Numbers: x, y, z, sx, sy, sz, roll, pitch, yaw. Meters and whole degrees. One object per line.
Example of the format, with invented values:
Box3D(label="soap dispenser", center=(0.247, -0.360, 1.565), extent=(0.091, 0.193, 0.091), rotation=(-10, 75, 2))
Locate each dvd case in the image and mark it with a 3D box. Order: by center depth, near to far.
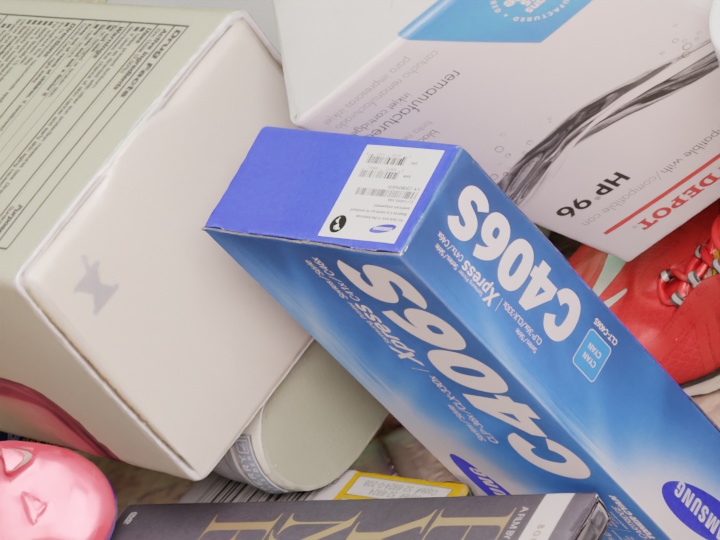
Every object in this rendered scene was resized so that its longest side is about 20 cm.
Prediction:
Box3D(label="dvd case", center=(-0.033, 0.127, 0.959), extent=(0.200, 0.016, 0.149), rotation=(-4, 35, 35))

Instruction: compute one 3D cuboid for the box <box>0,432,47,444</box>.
Box3D(label="box", center=(-0.215, 0.033, 1.219), extent=(0.200, 0.064, 0.070), rotation=(13, 29, 25))

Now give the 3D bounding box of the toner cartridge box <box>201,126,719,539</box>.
Box3D(label="toner cartridge box", center=(0.046, 0.031, 0.961), extent=(0.095, 0.200, 0.043), rotation=(10, 62, 48))

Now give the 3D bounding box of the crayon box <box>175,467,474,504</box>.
Box3D(label="crayon box", center=(-0.054, 0.150, 1.010), extent=(0.126, 0.052, 0.200), rotation=(4, 40, 44))

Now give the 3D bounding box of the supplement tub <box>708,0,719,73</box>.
Box3D(label="supplement tub", center=(0.198, -0.014, 0.909), extent=(0.140, 0.200, 0.140), rotation=(-21, 28, 12))

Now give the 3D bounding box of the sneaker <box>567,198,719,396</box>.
Box3D(label="sneaker", center=(0.140, -0.012, 1.042), extent=(0.200, 0.077, 0.085), rotation=(-26, -17, 22))

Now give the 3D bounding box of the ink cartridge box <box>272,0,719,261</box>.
Box3D(label="ink cartridge box", center=(0.083, -0.072, 0.977), extent=(0.116, 0.200, 0.068), rotation=(-37, 49, 35))

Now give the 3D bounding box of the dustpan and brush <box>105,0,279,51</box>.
Box3D(label="dustpan and brush", center=(-0.044, -0.136, 1.191), extent=(0.140, 0.200, 0.057), rotation=(2, -5, 43))

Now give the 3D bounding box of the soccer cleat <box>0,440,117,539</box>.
Box3D(label="soccer cleat", center=(-0.177, 0.117, 1.053), extent=(0.200, 0.067, 0.076), rotation=(-26, -14, 1))

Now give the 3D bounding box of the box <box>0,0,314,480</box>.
Box3D(label="box", center=(-0.109, -0.017, 1.056), extent=(0.200, 0.109, 0.128), rotation=(10, 55, 50))

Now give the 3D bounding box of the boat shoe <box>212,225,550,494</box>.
Box3D(label="boat shoe", center=(0.000, 0.001, 1.089), extent=(0.071, 0.070, 0.201), rotation=(6, 44, 43))
